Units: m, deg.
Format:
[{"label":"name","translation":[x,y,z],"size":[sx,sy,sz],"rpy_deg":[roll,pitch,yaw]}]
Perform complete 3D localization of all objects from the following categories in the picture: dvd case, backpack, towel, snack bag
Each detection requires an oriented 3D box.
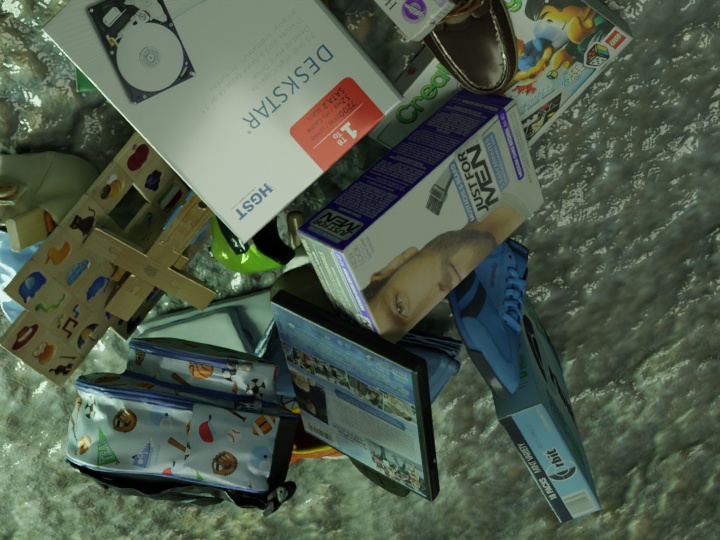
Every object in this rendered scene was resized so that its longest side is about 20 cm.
[{"label":"dvd case","translation":[-0.001,0.109,0.920],"size":[0.142,0.018,0.201],"rpy_deg":[24,147,26]},{"label":"backpack","translation":[-0.162,0.136,0.971],"size":[0.189,0.155,0.200],"rpy_deg":[4,171,-19]},{"label":"towel","translation":[-0.007,0.091,1.090],"size":[0.199,0.049,0.112],"rpy_deg":[11,136,-23]},{"label":"snack bag","translation":[-0.104,0.099,1.124],"size":[0.199,0.021,0.189],"rpy_deg":[-15,129,6]}]

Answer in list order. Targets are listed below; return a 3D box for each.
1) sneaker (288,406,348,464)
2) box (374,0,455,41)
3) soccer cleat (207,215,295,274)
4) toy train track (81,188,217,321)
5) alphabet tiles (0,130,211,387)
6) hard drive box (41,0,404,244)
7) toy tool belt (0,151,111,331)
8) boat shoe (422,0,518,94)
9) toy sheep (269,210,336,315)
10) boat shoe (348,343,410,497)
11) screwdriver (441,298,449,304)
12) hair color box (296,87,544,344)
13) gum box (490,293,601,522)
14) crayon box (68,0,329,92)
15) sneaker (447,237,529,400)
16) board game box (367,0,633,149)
[{"label":"sneaker","translation":[-0.091,0.168,1.106],"size":[0.199,0.073,0.077],"rpy_deg":[-20,153,19]},{"label":"box","translation":[-0.015,-0.246,0.765],"size":[0.039,0.041,0.200],"rpy_deg":[-42,91,17]},{"label":"soccer cleat","translation":[-0.098,-0.095,0.894],"size":[0.081,0.067,0.201],"rpy_deg":[0,109,35]},{"label":"toy train track","translation":[-0.145,-0.037,0.883],"size":[0.114,0.033,0.200],"rpy_deg":[30,120,-23]},{"label":"alphabet tiles","translation":[-0.214,0.001,0.922],"size":[0.200,0.008,0.167],"rpy_deg":[-53,153,-13]},{"label":"hard drive box","translation":[-0.092,-0.148,0.770],"size":[0.156,0.077,0.200],"rpy_deg":[-42,104,7]},{"label":"toy tool belt","translation":[-0.274,0.003,0.957],"size":[0.124,0.123,0.201],"rpy_deg":[-4,131,-2]},{"label":"boat shoe","translation":[0.059,-0.212,0.819],"size":[0.072,0.072,0.201],"rpy_deg":[-18,117,20]},{"label":"toy sheep","translation":[0.000,0.000,0.974],"size":[0.199,0.138,0.138],"rpy_deg":[-22,141,-38]},{"label":"boat shoe","translation":[0.030,0.140,1.026],"size":[0.075,0.074,0.201],"rpy_deg":[27,149,25]},{"label":"screwdriver","translation":[0.018,0.011,1.062],"size":[0.199,0.028,0.029],"rpy_deg":[13,156,-18]},{"label":"hair color box","translation":[0.054,-0.044,0.877],"size":[0.200,0.065,0.110],"rpy_deg":[-41,130,-20]},{"label":"gum box","translation":[0.163,0.108,1.044],"size":[0.044,0.201,0.170],"rpy_deg":[-23,129,14]},{"label":"crayon box","translation":[-0.122,-0.198,0.820],"size":[0.199,0.052,0.127],"rpy_deg":[-3,104,-3]},{"label":"sneaker","translation":[0.117,0.016,0.962],"size":[0.078,0.201,0.066],"rpy_deg":[-22,142,13]},{"label":"board game box","translation":[0.113,-0.161,0.920],"size":[0.126,0.035,0.200],"rpy_deg":[27,122,-25]}]
